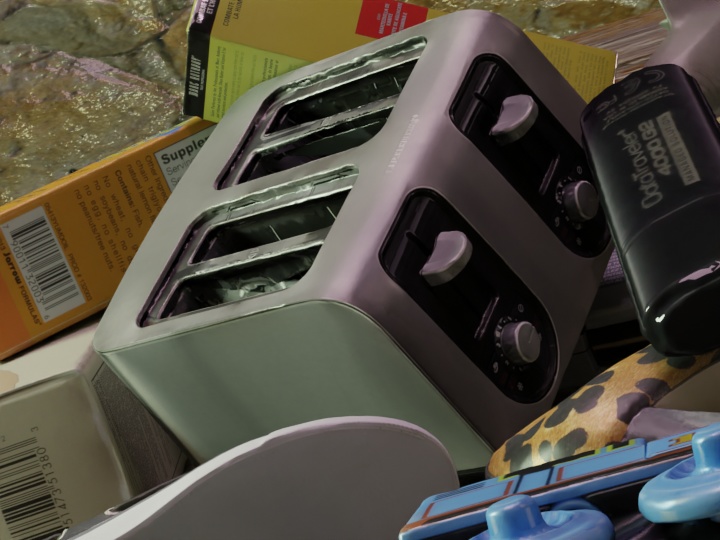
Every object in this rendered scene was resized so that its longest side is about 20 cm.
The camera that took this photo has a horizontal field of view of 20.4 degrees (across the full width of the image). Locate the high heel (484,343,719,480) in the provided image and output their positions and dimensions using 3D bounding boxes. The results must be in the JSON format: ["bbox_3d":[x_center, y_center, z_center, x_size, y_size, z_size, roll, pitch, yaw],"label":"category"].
[{"bbox_3d":[0.129,0.028,0.740,0.141,0.072,0.200,-8,23,23],"label":"high heel"}]

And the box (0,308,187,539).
[{"bbox_3d":[-0.137,0.079,0.941,0.077,0.096,0.200,-20,7,3],"label":"box"}]

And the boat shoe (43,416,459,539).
[{"bbox_3d":[-0.061,0.106,0.729,0.199,0.070,0.066,-27,11,-6],"label":"boat shoe"}]

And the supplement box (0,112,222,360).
[{"bbox_3d":[-0.115,-0.025,0.983,0.199,0.069,0.066,-26,9,-25],"label":"supplement box"}]

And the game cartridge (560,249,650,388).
[{"bbox_3d":[0.171,-0.007,0.900,0.199,0.041,0.134,-14,24,25],"label":"game cartridge"}]

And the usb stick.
[{"bbox_3d":[0.117,-0.028,0.748,0.055,0.033,0.200,-28,23,11],"label":"usb stick"}]

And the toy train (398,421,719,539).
[{"bbox_3d":[0.101,0.075,0.509,0.198,0.087,0.114,-17,3,9],"label":"toy train"}]

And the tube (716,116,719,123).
[{"bbox_3d":[0.192,-0.064,0.875,0.200,0.058,0.052,-35,1,-38],"label":"tube"}]

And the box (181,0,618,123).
[{"bbox_3d":[0.017,-0.089,0.947,0.198,0.050,0.075,13,-30,1],"label":"box"}]

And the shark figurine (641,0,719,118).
[{"bbox_3d":[0.175,-0.123,1.015,0.128,0.090,0.214,-46,-4,30],"label":"shark figurine"}]

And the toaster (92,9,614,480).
[{"bbox_3d":[0.000,0.000,0.862,0.199,0.119,0.181,-14,36,42],"label":"toaster"}]
